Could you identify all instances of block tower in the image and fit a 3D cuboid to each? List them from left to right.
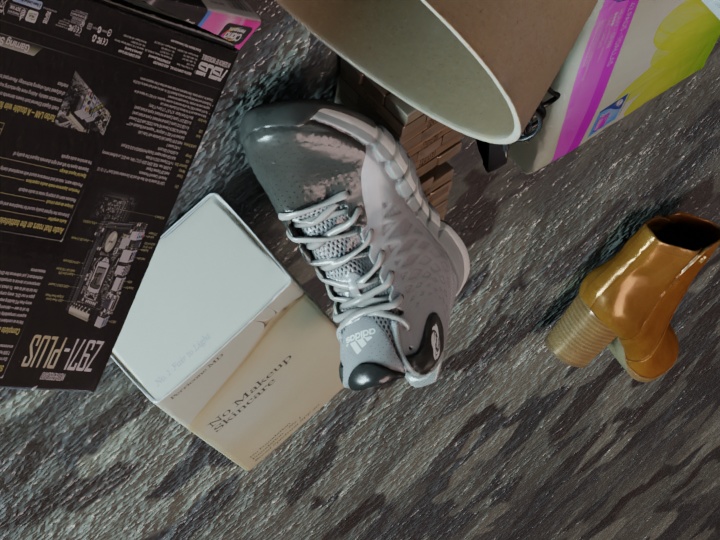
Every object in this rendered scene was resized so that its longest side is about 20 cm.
[{"bbox_3d":[0.018,-0.065,1.354,0.058,0.054,0.200,-34,158,-24],"label":"block tower"}]

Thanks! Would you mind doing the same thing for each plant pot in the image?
[{"bbox_3d":[0.054,-0.188,1.014,0.200,0.187,0.187,-51,162,-8],"label":"plant pot"}]

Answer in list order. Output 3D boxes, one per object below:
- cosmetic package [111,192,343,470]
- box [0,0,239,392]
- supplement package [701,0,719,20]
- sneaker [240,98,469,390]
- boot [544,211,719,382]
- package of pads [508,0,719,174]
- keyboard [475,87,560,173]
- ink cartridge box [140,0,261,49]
[{"bbox_3d":[-0.073,0.039,1.372,0.104,0.073,0.200,-42,162,0],"label":"cosmetic package"},{"bbox_3d":[-0.154,-0.044,0.946,0.200,0.086,0.164,9,105,-66],"label":"box"},{"bbox_3d":[0.223,-0.232,1.193,0.200,0.151,0.152,-44,-176,4],"label":"supplement package"},{"bbox_3d":[0.000,0.000,1.281,0.075,0.116,0.200,-13,145,28],"label":"sneaker"},{"bbox_3d":[0.242,0.017,1.931,0.144,0.071,0.201,-48,155,23],"label":"boot"},{"bbox_3d":[0.156,-0.161,1.397,0.154,0.068,0.200,-32,159,-26],"label":"package of pads"},{"bbox_3d":[0.081,-0.118,1.286,0.040,0.104,0.200,-14,157,-5],"label":"keyboard"},{"bbox_3d":[-0.137,-0.056,1.109,0.200,0.037,0.095,-47,160,19],"label":"ink cartridge box"}]
